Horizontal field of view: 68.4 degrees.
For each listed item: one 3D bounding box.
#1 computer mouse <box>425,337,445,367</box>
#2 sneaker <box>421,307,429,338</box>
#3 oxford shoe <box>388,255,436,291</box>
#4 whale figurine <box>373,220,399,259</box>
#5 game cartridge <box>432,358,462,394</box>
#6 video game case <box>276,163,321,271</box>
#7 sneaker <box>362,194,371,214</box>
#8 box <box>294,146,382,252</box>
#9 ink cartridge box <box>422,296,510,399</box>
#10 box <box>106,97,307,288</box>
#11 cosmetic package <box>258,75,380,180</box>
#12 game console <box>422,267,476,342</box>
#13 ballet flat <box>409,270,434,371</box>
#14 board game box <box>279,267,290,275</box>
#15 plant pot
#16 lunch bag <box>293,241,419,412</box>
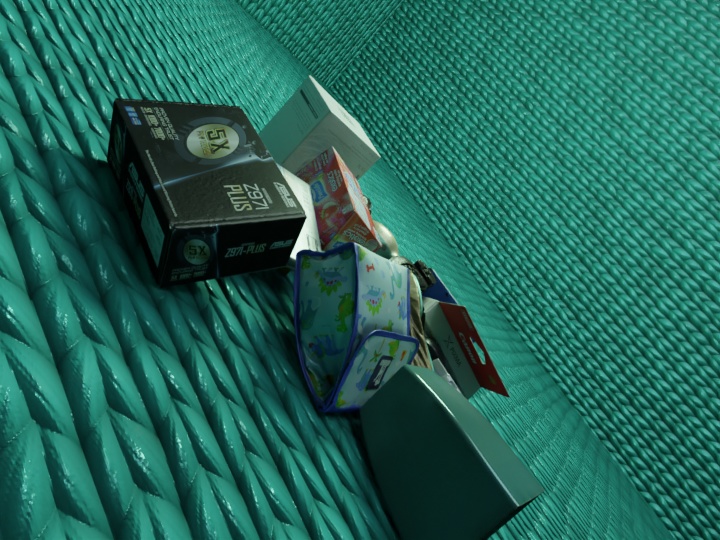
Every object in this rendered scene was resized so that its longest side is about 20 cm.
[{"bbox_3d":[0.157,0.203,0.972,0.205,0.033,0.058,64,-11,-24],"label":"computer mouse"},{"bbox_3d":[0.071,0.102,0.970,0.088,0.077,0.204,34,-25,38],"label":"sneaker"},{"bbox_3d":[0.078,0.027,0.977,0.074,0.084,0.199,58,17,19],"label":"oxford shoe"},{"bbox_3d":[0.029,0.000,1.100,0.157,0.103,0.205,3,-55,55],"label":"whale figurine"},{"bbox_3d":[0.166,0.256,0.868,0.203,0.037,0.131,58,-9,29],"label":"game cartridge"},{"bbox_3d":[-0.133,-0.096,0.776,0.179,0.023,0.205,30,35,-39],"label":"video game case"},{"bbox_3d":[0.018,-0.098,1.206,0.203,0.073,0.118,57,36,-31],"label":"sneaker"},{"bbox_3d":[-0.043,-0.107,0.924,0.100,0.094,0.204,48,16,-41],"label":"box"},{"bbox_3d":[0.175,0.150,0.998,0.204,0.044,0.175,61,-17,-15],"label":"ink cartridge box"},{"bbox_3d":[-0.179,-0.096,0.609,0.160,0.087,0.203,-9,55,-40],"label":"box"},{"bbox_3d":[-0.096,-0.248,1.116,0.197,0.199,0.125,26,28,-54],"label":"cosmetic package"},{"bbox_3d":[0.209,0.117,1.273,0.203,0.118,0.169,56,17,25],"label":"game console"},{"bbox_3d":[0.062,0.087,0.812,0.070,0.068,0.207,6,61,-23],"label":"ballet flat"},{"bbox_3d":[-0.157,-0.104,0.873,0.164,0.057,0.202,42,17,-18],"label":"board game box"},{"bbox_3d":[0.094,0.228,0.646,0.202,0.141,0.140,53,16,30],"label":"plant pot"},{"bbox_3d":[-0.004,0.083,0.711,0.168,0.123,0.209,21,67,-57],"label":"lunch bag"}]
